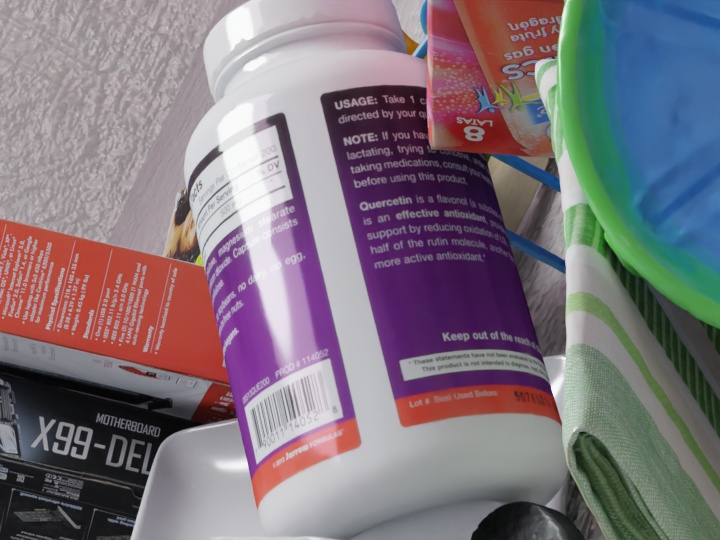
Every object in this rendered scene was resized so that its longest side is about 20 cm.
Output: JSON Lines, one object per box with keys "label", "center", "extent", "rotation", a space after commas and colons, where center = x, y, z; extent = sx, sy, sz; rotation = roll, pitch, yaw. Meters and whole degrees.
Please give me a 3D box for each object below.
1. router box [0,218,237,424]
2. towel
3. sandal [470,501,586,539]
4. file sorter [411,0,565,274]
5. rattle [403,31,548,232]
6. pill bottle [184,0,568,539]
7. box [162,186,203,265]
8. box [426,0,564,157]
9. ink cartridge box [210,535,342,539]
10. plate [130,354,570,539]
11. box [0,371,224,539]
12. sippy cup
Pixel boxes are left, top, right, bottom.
{"label": "router box", "center": [-0.133, 0.030, 0.889], "extent": [0.200, 0.179, 0.049], "rotation": [125, 157, -75]}
{"label": "towel", "center": [0.088, 0.038, 0.518], "extent": [0.023, 0.153, 0.200], "rotation": [-25, 27, 19]}
{"label": "sandal", "center": [0.079, 0.135, 0.581], "extent": [0.076, 0.048, 0.200], "rotation": [-64, 26, 9]}
{"label": "file sorter", "center": [0.099, -0.116, 0.821], "extent": [0.139, 0.122, 0.200], "rotation": [-51, 17, 43]}
{"label": "rattle", "center": [0.010, -0.025, 0.974], "extent": [0.130, 0.143, 0.200], "rotation": [0, 55, 55]}
{"label": "pill bottle", "center": [0.000, 0.000, 0.703], "extent": [0.112, 0.112, 0.201], "rotation": [-45, 53, 53]}
{"label": "box", "center": [-0.042, -0.015, 0.889], "extent": [0.200, 0.050, 0.076], "rotation": [-22, 53, 64]}
{"label": "box", "center": [0.076, -0.147, 0.667], "extent": [0.103, 0.094, 0.201], "rotation": [86, -171, -63]}
{"label": "ink cartridge box", "center": [-0.002, 0.184, 0.574], "extent": [0.146, 0.082, 0.201], "rotation": [158, 119, -71]}
{"label": "plate", "center": [-0.008, 0.126, 0.761], "extent": [0.199, 0.032, 0.200], "rotation": [-13, 37, 20]}
{"label": "box", "center": [-0.112, 0.132, 0.917], "extent": [0.158, 0.199, 0.050], "rotation": [110, 172, -46]}
{"label": "sippy cup", "center": [0.134, -0.050, 0.493], "extent": [0.130, 0.139, 0.178], "rotation": [-5, -60, -65]}
